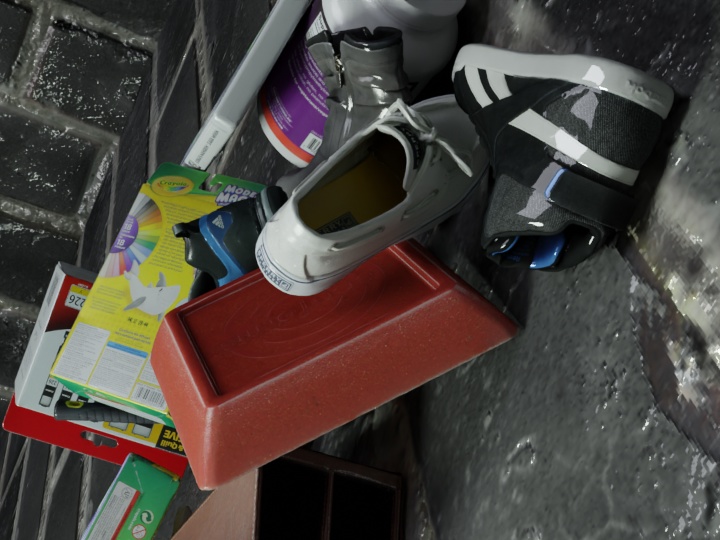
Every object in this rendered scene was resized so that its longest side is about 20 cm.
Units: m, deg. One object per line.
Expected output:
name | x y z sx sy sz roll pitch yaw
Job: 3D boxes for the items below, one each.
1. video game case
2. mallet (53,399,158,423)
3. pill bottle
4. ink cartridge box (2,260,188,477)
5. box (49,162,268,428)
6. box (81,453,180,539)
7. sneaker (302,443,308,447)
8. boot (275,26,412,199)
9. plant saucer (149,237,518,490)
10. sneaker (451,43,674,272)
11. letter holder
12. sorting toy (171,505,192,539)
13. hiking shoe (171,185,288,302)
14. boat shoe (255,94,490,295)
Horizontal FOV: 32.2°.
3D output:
video game case | -0.080 -0.177 1.007 0.202 0.023 0.182 -63 10 -16
mallet | -0.141 0.119 0.976 0.066 0.197 0.042 -103 13 -61
pill bottle | 0.002 -0.168 0.969 0.200 0.111 0.114 -47 30 50
ink cartridge box | -0.225 0.111 1.208 0.178 0.198 0.084 -69 19 3
box | -0.148 0.014 0.980 0.202 0.116 0.048 -67 -25 -18
box | -0.191 0.211 0.954 0.118 0.048 0.200 -64 4 -20
sneaker | -0.045 0.094 0.846 0.200 0.076 0.074 -17 -83 -70
boot | -0.012 -0.109 0.903 0.199 0.069 0.133 -1 110 55
plant saucer | -0.031 0.033 0.759 0.037 0.198 0.200 68 170 -24
sneaker | 0.084 -0.060 0.686 0.113 0.072 0.200 -69 20 2
letter holder | -0.062 0.222 0.791 0.200 0.099 0.144 -50 29 47
sorting toy | -0.156 0.284 0.954 0.200 0.106 0.182 127 150 -48
hiking shoe | -0.084 0.018 0.919 0.201 0.086 0.075 85 170 -48
boat shoe | 0.023 -0.066 0.744 0.201 0.075 0.086 -33 -12 -34
